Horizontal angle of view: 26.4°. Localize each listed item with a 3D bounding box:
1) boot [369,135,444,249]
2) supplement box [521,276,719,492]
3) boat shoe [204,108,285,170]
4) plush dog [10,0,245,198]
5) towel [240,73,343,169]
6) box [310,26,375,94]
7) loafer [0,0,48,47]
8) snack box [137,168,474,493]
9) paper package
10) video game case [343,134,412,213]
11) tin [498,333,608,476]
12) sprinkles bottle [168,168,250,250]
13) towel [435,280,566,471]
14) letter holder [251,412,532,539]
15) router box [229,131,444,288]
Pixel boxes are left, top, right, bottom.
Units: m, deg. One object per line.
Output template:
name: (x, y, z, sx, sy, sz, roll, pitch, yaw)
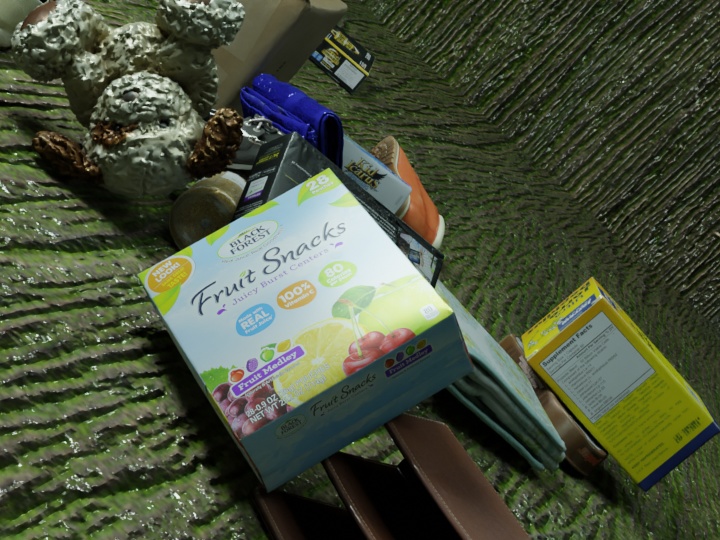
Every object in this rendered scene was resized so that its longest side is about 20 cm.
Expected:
boot: (0.053, -0.094, 1.976, 0.107, 0.075, 0.200, 38, 23, -28)
supplement box: (0.283, 0.123, 1.680, 0.200, 0.109, 0.110, 48, 9, -6)
boat shoe: (-0.133, -0.130, 1.414, 0.200, 0.057, 0.067, 11, 15, 20)
plush dog: (-0.186, -0.136, 1.302, 0.161, 0.200, 0.172, 79, 5, -55)
towel: (-0.070, -0.107, 1.522, 0.050, 0.148, 0.200, -10, 22, -19)
box: (-0.053, -0.378, 2.578, 0.160, 0.049, 0.200, 38, 14, -6)
loafer: (-0.324, -0.262, 1.467, 0.076, 0.068, 0.200, 38, 14, -13)
snack box: (-0.043, 0.036, 1.085, 0.200, 0.169, 0.068, 49, -14, 47)
paper package: (-0.126, -0.245, 1.669, 0.103, 0.200, 0.191, 42, 15, 4)
video game case: (-0.045, -0.157, 1.867, 0.181, 0.045, 0.200, 34, 4, -25)
tin: (0.209, 0.146, 1.699, 0.112, 0.042, 0.200, 47, 8, -39)
sprinkles bottle: (-0.122, -0.062, 1.408, 0.068, 0.068, 0.200, 41, 15, -4)
towel: (0.121, 0.102, 1.551, 0.200, 0.048, 0.171, 46, 9, -27)
letter holder: (0.036, 0.191, 1.009, 0.142, 0.101, 0.200, 22, 24, -48)
router box: (-0.024, -0.003, 1.334, 0.200, 0.051, 0.149, 39, 54, -29)
